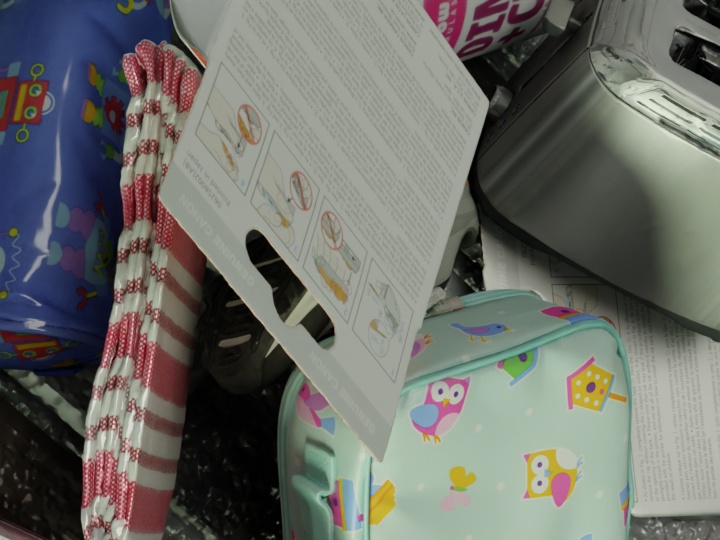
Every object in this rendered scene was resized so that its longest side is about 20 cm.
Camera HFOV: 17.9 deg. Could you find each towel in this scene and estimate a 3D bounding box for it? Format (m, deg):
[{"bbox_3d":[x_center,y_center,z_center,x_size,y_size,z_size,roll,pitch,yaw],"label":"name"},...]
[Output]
[{"bbox_3d":[-0.086,0.018,0.933,0.030,0.146,0.201,7,83,3],"label":"towel"}]

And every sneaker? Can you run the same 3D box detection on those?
[{"bbox_3d":[0.000,0.000,1.023,0.200,0.074,0.080,-46,113,-47],"label":"sneaker"}]

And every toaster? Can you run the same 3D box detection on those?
[{"bbox_3d":[0.160,-0.055,1.070,0.199,0.129,0.114,28,49,-6],"label":"toaster"}]

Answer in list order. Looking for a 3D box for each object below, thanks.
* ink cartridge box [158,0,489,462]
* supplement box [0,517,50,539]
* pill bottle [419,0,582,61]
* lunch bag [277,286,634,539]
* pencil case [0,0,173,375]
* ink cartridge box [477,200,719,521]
[{"bbox_3d":[-0.024,-0.049,0.903,0.163,0.057,0.201,51,45,-35],"label":"ink cartridge box"},{"bbox_3d":[-0.114,0.170,0.904,0.199,0.110,0.086,28,65,-23],"label":"supplement box"},{"bbox_3d":[0.022,-0.148,1.064,0.199,0.113,0.114,-22,90,-33],"label":"pill bottle"},{"bbox_3d":[0.037,0.108,0.993,0.160,0.077,0.201,-14,114,-30],"label":"lunch bag"},{"bbox_3d":[-0.126,-0.053,0.971,0.087,0.078,0.201,37,56,-55],"label":"pencil case"},{"bbox_3d":[0.144,0.044,1.142,0.199,0.050,0.162,0,79,-23],"label":"ink cartridge box"}]
